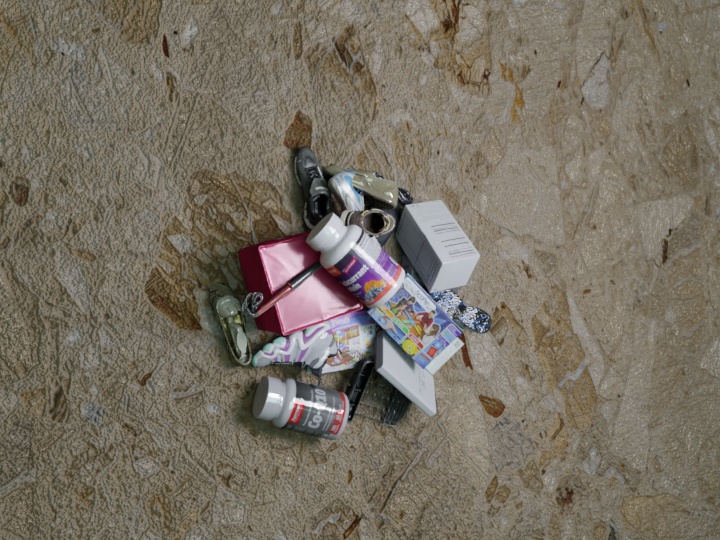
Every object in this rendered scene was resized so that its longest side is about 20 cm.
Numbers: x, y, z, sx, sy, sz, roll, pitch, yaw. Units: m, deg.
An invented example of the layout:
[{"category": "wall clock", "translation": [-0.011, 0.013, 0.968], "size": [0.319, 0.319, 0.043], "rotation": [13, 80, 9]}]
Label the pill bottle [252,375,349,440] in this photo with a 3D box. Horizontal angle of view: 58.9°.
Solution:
[{"category": "pill bottle", "translation": [-0.137, 0.314, 1.465], "size": [0.200, 0.114, 0.114], "rotation": [19, 81, -22]}]

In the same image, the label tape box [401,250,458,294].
[{"category": "label tape box", "translation": [0.179, 0.024, 1.643], "size": [0.143, 0.066, 0.201], "rotation": [7, 87, -24]}]

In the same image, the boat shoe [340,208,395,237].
[{"category": "boat shoe", "translation": [0.031, -0.109, 1.482], "size": [0.200, 0.059, 0.072], "rotation": [-1, 97, -57]}]

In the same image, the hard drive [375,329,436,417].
[{"category": "hard drive", "translation": [0.110, 0.249, 1.544], "size": [0.026, 0.132, 0.200], "rotation": [-35, 116, 23]}]

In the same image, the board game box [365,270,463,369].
[{"category": "board game box", "translation": [0.129, 0.119, 1.519], "size": [0.135, 0.034, 0.200], "rotation": [-43, 100, 3]}]

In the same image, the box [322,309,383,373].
[{"category": "box", "translation": [-0.017, 0.168, 1.565], "size": [0.199, 0.039, 0.137], "rotation": [-5, 91, -24]}]

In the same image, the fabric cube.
[{"category": "fabric cube", "translation": [-0.141, 0.019, 1.429], "size": [0.196, 0.199, 0.201], "rotation": [-16, 95, -22]}]

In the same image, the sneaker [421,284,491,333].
[{"category": "sneaker", "translation": [0.227, 0.100, 1.590], "size": [0.200, 0.077, 0.076], "rotation": [34, 75, -9]}]

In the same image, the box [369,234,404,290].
[{"category": "box", "translation": [0.000, 0.000, 1.490], "size": [0.079, 0.200, 0.141], "rotation": [-38, 103, -19]}]

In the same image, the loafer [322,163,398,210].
[{"category": "loafer", "translation": [0.004, -0.213, 1.553], "size": [0.200, 0.076, 0.068], "rotation": [25, 71, -1]}]

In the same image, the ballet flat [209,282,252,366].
[{"category": "ballet flat", "translation": [-0.283, 0.121, 1.429], "size": [0.068, 0.075, 0.201], "rotation": [-18, 95, -22]}]

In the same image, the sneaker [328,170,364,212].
[{"category": "sneaker", "translation": [-0.014, -0.142, 1.509], "size": [0.072, 0.072, 0.200], "rotation": [-28, 121, -13]}]

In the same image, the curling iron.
[{"category": "curling iron", "translation": [-0.155, 0.031, 1.300], "size": [0.200, 0.026, 0.050], "rotation": [-31, 104, -22]}]

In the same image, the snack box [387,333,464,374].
[{"category": "snack box", "translation": [0.160, 0.164, 1.600], "size": [0.116, 0.037, 0.200], "rotation": [-44, 122, 2]}]

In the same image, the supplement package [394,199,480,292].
[{"category": "supplement package", "translation": [0.185, -0.061, 1.569], "size": [0.109, 0.114, 0.200], "rotation": [-11, 53, -24]}]

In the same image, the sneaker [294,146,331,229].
[{"category": "sneaker", "translation": [-0.106, -0.199, 1.511], "size": [0.066, 0.090, 0.201], "rotation": [-10, 92, -25]}]

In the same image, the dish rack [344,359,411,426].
[{"category": "dish rack", "translation": [0.052, 0.307, 1.560], "size": [0.200, 0.055, 0.154], "rotation": [23, 92, -30]}]

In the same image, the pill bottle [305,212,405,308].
[{"category": "pill bottle", "translation": [-0.013, -0.023, 1.317], "size": [0.200, 0.111, 0.112], "rotation": [42, 73, -15]}]

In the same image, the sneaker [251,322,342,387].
[{"category": "sneaker", "translation": [-0.137, 0.209, 1.455], "size": [0.200, 0.078, 0.140], "rotation": [-28, 80, -3]}]

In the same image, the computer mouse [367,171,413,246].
[{"category": "computer mouse", "translation": [0.052, -0.139, 1.599], "size": [0.138, 0.053, 0.200], "rotation": [30, 77, -21]}]
